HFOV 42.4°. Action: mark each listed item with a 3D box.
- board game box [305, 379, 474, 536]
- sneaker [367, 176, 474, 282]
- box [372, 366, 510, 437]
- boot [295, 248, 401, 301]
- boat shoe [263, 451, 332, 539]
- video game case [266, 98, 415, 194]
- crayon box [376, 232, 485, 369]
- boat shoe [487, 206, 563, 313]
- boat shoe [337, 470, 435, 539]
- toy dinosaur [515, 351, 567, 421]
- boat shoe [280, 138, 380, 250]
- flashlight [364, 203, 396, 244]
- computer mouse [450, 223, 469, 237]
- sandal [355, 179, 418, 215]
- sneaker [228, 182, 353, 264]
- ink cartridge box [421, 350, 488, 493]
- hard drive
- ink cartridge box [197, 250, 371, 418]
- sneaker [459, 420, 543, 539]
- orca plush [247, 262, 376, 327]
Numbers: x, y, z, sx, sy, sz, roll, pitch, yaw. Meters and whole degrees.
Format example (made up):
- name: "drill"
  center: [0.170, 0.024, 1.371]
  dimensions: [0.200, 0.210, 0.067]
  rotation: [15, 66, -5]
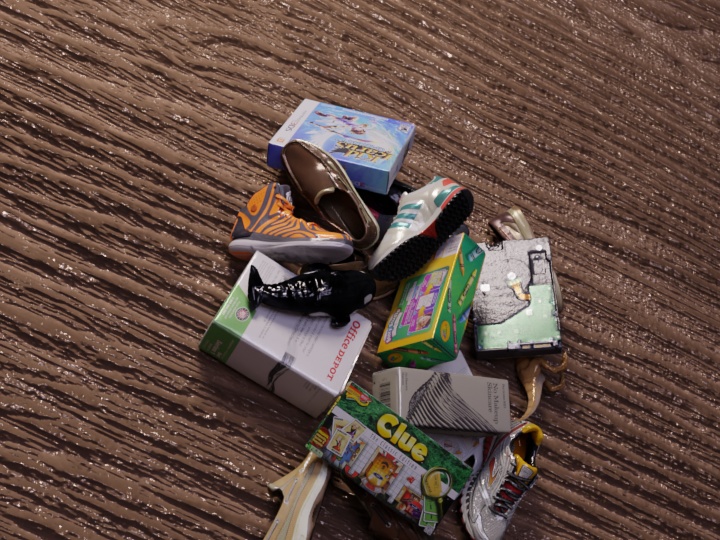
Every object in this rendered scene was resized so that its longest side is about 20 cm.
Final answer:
- name: "board game box"
  center: [0.038, 0.242, 1.200]
  dimensions: [0.199, 0.023, 0.105]
  rotation: [35, 80, -4]
- name: "sneaker"
  center: [0.078, -0.067, 1.429]
  dimensions: [0.200, 0.070, 0.093]
  rotation: [-43, 45, -5]
- name: "box"
  center: [0.115, 0.187, 1.302]
  dimensions: [0.198, 0.068, 0.083]
  rotation: [9, 72, -32]
- name: "boot"
  center: [0.000, 0.000, 1.428]
  dimensions: [0.198, 0.076, 0.074]
  rotation: [-4, 57, -33]
- name: "boat shoe"
  center: [-0.084, 0.288, 1.204]
  dimensions: [0.075, 0.072, 0.201]
  rotation: [17, 50, 3]
- name: "video game case"
  center: [-0.027, -0.203, 1.493]
  dimensions: [0.198, 0.046, 0.182]
  rotation: [14, 36, 9]
- name: "crayon box"
  center: [0.108, 0.049, 1.406]
  dimensions: [0.058, 0.118, 0.201]
  rotation: [39, 53, -27]
- name: "boat shoe"
  center: [0.281, -0.009, 1.596]
  dimensions: [0.071, 0.072, 0.201]
  rotation: [-23, 78, -5]
- name: "boat shoe"
  center: [0.040, 0.325, 1.247]
  dimensions: [0.068, 0.072, 0.201]
  rotation: [-31, 89, 4]
- name: "toy dinosaur"
  center: [0.277, 0.171, 1.483]
  dimensions: [0.105, 0.061, 0.201]
  rotation: [0, 49, -5]
- name: "boat shoe"
  center: [-0.047, -0.118, 1.372]
  dimensions: [0.202, 0.075, 0.075]
  rotation: [46, 10, 7]
- name: "flashlight"
  center: [0.003, -0.094, 1.481]
  dimensions: [0.199, 0.068, 0.068]
  rotation: [33, 14, -3]
- name: "computer mouse"
  center: [0.142, -0.014, 1.538]
  dimensions: [0.058, 0.034, 0.201]
  rotation: [27, 52, -10]
- name: "sandal"
  center: [0.037, -0.121, 1.529]
  dimensions: [0.200, 0.076, 0.048]
  rotation: [34, 43, 8]
- name: "sneaker"
  center: [-0.099, -0.073, 1.353]
  dimensions: [0.198, 0.078, 0.113]
  rotation: [3, 71, 21]
- name: "ink cartridge box"
  center: [0.111, 0.236, 1.353]
  dimensions: [0.199, 0.043, 0.175]
  rotation: [-29, 93, -38]
- name: "hard drive"
  center: [0.248, 0.044, 1.508]
  dimensions: [0.138, 0.038, 0.202]
  rotation: [-6, 58, 8]
- name: "ink cartridge box"
  center: [-0.103, 0.091, 1.307]
  dimensions: [0.199, 0.084, 0.147]
  rotation: [33, 49, -5]
- name: "sneaker"
  center: [0.203, 0.298, 1.320]
  dimensions: [0.078, 0.082, 0.201]
  rotation: [35, 58, -21]
- name: "orca plush"
  center: [-0.056, 0.012, 1.284]
  dimensions: [0.198, 0.071, 0.106]
  rotation: [13, 48, -24]
